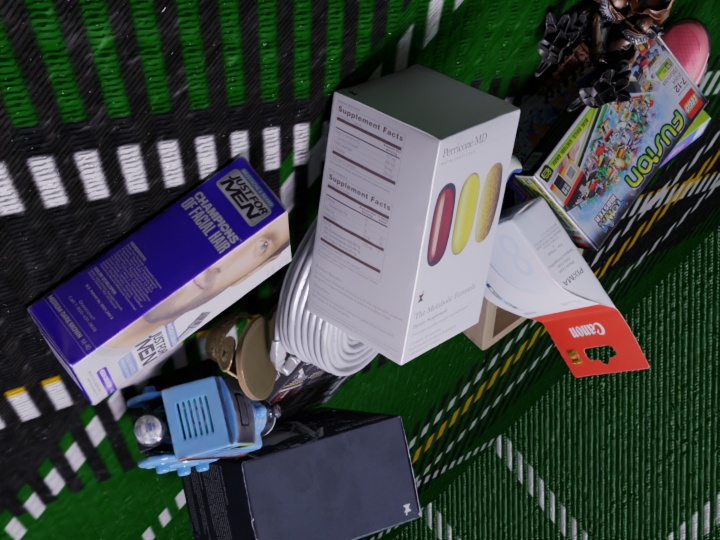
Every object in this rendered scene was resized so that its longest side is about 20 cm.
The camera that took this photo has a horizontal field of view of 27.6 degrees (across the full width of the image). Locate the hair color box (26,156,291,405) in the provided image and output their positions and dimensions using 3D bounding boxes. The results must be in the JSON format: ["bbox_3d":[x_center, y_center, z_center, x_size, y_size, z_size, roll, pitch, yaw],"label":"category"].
[{"bbox_3d":[-0.149,0.010,1.127,0.200,0.065,0.109,-38,165,-13],"label":"hair color box"}]

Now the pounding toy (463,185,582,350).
[{"bbox_3d":[0.168,-0.040,1.683,0.200,0.142,0.185,-35,152,-23],"label":"pounding toy"}]

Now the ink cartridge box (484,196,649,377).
[{"bbox_3d":[0.185,0.030,1.468,0.047,0.201,0.160,-34,-175,-20],"label":"ink cartridge box"}]

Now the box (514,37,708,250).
[{"bbox_3d":[0.248,-0.131,1.436,0.200,0.110,0.035,-52,-155,-14],"label":"box"}]

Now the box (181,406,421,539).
[{"bbox_3d":[-0.072,0.237,1.633,0.199,0.125,0.196,-14,-174,-28],"label":"box"}]

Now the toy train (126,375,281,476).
[{"bbox_3d":[-0.149,0.151,1.437,0.113,0.087,0.200,-14,170,13],"label":"toy train"}]

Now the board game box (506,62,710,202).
[{"bbox_3d":[0.240,-0.140,1.511,0.200,0.135,0.045,-37,166,-11],"label":"board game box"}]

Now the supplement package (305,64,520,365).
[{"bbox_3d":[0.040,-0.048,1.189,0.113,0.109,0.201,-26,134,-45],"label":"supplement package"}]

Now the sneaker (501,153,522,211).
[{"bbox_3d":[0.094,-0.072,1.443,0.075,0.088,0.200,-34,166,-27],"label":"sneaker"}]

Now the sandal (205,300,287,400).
[{"bbox_3d":[-0.113,0.074,1.404,0.069,0.078,0.212,-2,-169,14],"label":"sandal"}]

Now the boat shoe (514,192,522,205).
[{"bbox_3d":[0.196,-0.075,1.549,0.071,0.069,0.201,57,42,-74],"label":"boat shoe"}]

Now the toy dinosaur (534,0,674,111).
[{"bbox_3d":[0.235,-0.216,1.376,0.136,0.102,0.201,-47,162,-41],"label":"toy dinosaur"}]

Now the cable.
[{"bbox_3d":[0.000,0.000,1.358,0.200,0.069,0.201,-45,155,-32],"label":"cable"}]

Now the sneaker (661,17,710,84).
[{"bbox_3d":[0.312,-0.199,1.639,0.200,0.074,0.087,-47,162,26],"label":"sneaker"}]

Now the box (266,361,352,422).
[{"bbox_3d":[-0.058,0.106,1.659,0.158,0.050,0.200,-48,163,29],"label":"box"}]
